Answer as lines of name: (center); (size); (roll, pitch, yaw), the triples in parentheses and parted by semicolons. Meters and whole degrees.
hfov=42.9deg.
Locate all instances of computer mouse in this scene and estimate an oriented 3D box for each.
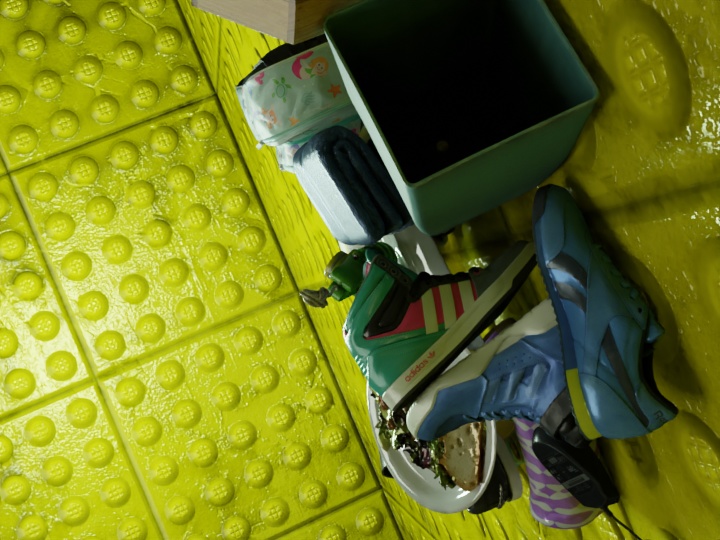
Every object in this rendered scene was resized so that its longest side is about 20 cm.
computer mouse: (0.228, 0.205, 0.792); (0.200, 0.034, 0.059); (46, 156, 6)

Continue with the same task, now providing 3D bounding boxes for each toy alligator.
toy alligator: (0.000, 0.000, 0.872); (0.059, 0.054, 0.200); (35, -166, 13)

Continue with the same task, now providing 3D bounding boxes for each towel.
towel: (-0.013, -0.077, 0.851); (0.112, 0.048, 0.200); (57, 173, -7)

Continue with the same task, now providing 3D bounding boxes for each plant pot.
plant pot: (0.075, -0.113, 0.703); (0.200, 0.141, 0.142); (70, 174, -72)

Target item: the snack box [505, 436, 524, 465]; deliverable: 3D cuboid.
snack box: (0.130, 0.187, 1.097); (0.200, 0.037, 0.116); (22, -141, -63)

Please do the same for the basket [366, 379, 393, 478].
basket: (0.079, 0.167, 1.265); (0.136, 0.180, 0.200); (-47, 52, 43)

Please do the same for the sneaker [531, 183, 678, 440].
sneaker: (0.183, 0.024, 0.681); (0.066, 0.078, 0.201); (16, -121, -55)

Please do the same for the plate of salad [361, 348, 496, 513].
plate of salad: (0.059, 0.146, 0.917); (0.200, 0.048, 0.201); (16, 110, 52)

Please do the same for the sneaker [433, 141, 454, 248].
sneaker: (0.081, -0.079, 0.981); (0.076, 0.070, 0.200); (48, 172, 8)

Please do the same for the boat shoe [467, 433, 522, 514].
boat shoe: (0.096, 0.159, 0.960); (0.200, 0.060, 0.074); (64, 160, 23)

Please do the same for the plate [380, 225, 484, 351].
plate: (0.057, -0.006, 0.963); (0.200, 0.032, 0.200); (64, 176, -4)

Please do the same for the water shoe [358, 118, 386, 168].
water shoe: (0.043, -0.177, 0.841); (0.200, 0.071, 0.079); (119, 143, -48)

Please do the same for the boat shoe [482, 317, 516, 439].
boat shoe: (0.161, 0.133, 0.976); (0.065, 0.072, 0.200); (41, 153, 31)

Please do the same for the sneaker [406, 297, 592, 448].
sneaker: (0.135, 0.114, 0.766); (0.111, 0.200, 0.077); (58, -160, 21)

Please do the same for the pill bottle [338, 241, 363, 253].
pill bottle: (0.021, -0.066, 1.137); (0.114, 0.114, 0.200); (-131, 20, -60)

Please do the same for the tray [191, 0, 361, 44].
tray: (-0.023, -0.227, 0.701); (0.098, 0.200, 0.037); (27, 130, 27)

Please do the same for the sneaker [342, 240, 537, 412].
sneaker: (0.059, 0.016, 0.805); (0.121, 0.200, 0.084); (44, 160, 13)

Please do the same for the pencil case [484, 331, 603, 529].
pencil case: (0.177, 0.149, 0.871); (0.085, 0.084, 0.200); (-1, 116, 39)

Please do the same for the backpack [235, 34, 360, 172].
backpack: (-0.041, -0.191, 0.999); (0.200, 0.177, 0.151); (-169, 55, -81)
